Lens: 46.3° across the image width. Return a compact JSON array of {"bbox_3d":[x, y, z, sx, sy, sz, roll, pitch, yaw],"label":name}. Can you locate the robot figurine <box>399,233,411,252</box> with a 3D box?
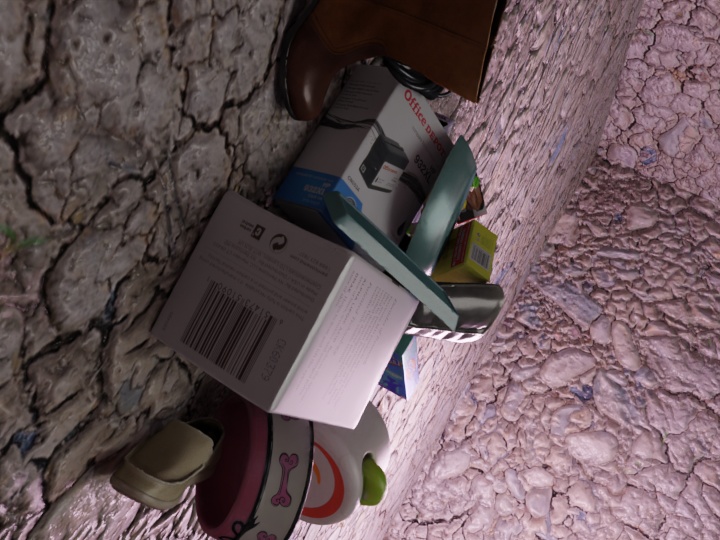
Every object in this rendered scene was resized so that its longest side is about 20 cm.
[{"bbox_3d":[0.001,0.000,1.132,0.150,0.124,0.202,-25,138,-64],"label":"robot figurine"}]

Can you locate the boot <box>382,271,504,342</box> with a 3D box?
[{"bbox_3d":[0.063,0.070,1.053,0.199,0.073,0.182,4,141,-48],"label":"boot"}]

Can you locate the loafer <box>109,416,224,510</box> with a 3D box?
[{"bbox_3d":[-0.202,0.198,0.907,0.200,0.075,0.069,-4,118,-81],"label":"loafer"}]

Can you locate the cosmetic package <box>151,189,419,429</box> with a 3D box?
[{"bbox_3d":[-0.069,0.047,0.872,0.166,0.164,0.200,-62,154,-2],"label":"cosmetic package"}]

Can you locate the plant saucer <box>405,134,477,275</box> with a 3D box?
[{"bbox_3d":[0.101,-0.067,1.047,0.200,0.036,0.202,24,89,-83],"label":"plant saucer"}]

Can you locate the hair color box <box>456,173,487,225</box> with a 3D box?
[{"bbox_3d":[0.154,-0.129,1.437,0.200,0.061,0.103,-24,98,-66],"label":"hair color box"}]

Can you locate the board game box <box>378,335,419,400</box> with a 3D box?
[{"bbox_3d":[0.014,0.115,1.286,0.045,0.151,0.201,-56,160,-21],"label":"board game box"}]

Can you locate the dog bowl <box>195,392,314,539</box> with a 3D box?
[{"bbox_3d":[-0.132,0.232,0.998,0.200,0.073,0.202,-42,-140,47],"label":"dog bowl"}]

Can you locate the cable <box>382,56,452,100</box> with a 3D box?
[{"bbox_3d":[0.053,-0.292,0.929,0.162,0.050,0.203,-4,88,-52],"label":"cable"}]

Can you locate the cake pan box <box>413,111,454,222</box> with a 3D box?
[{"bbox_3d":[0.073,-0.136,1.251,0.184,0.052,0.202,-48,158,-66],"label":"cake pan box"}]

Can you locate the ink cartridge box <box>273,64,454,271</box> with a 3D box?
[{"bbox_3d":[0.010,-0.116,0.991,0.201,0.083,0.145,-59,137,-16],"label":"ink cartridge box"}]

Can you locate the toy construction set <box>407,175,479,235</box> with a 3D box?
[{"bbox_3d":[0.132,-0.093,1.247,0.132,0.091,0.202,56,44,-46],"label":"toy construction set"}]

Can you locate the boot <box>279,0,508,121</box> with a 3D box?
[{"bbox_3d":[0.029,-0.204,0.805,0.068,0.198,0.190,-24,137,-64],"label":"boot"}]

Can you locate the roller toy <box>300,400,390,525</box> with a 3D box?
[{"bbox_3d":[-0.054,0.261,1.242,0.182,0.201,0.140,-33,-177,35],"label":"roller toy"}]

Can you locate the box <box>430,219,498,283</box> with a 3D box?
[{"bbox_3d":[0.099,0.001,1.157,0.199,0.050,0.076,-24,-138,50],"label":"box"}]

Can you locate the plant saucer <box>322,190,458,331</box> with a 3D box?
[{"bbox_3d":[0.037,-0.011,0.904,0.019,0.200,0.070,-43,-151,12],"label":"plant saucer"}]
